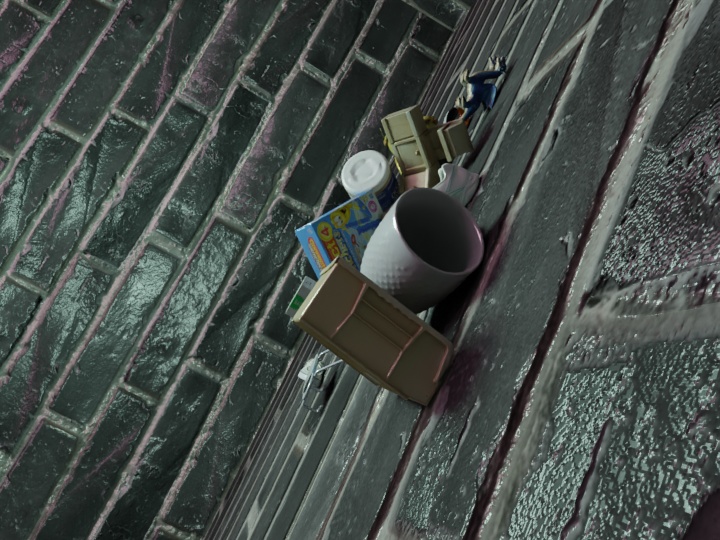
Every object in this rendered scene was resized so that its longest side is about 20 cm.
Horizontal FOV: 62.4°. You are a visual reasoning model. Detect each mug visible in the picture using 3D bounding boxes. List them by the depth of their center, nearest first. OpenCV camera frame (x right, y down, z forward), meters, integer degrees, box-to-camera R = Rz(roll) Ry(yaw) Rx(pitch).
[{"bbox_3d":[0.095,-0.020,0.904,0.199,0.148,0.176,-25,-17,-38],"label":"mug"}]

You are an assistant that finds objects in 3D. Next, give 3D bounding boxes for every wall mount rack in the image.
[{"bbox_3d":[-0.090,0.258,1.524,0.200,0.074,0.176,-86,20,-75],"label":"wall mount rack"}]

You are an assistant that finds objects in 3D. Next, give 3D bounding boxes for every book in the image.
[{"bbox_3d":[-0.050,0.097,1.256,0.048,0.198,0.134,-64,6,-34],"label":"book"}]

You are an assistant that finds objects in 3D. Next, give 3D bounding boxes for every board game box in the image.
[{"bbox_3d":[-0.008,-0.034,1.198,0.056,0.202,0.195,-18,13,46],"label":"board game box"}]

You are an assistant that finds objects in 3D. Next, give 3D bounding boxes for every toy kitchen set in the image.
[{"bbox_3d":[0.122,-0.217,1.208,0.161,0.202,0.181,-9,25,37],"label":"toy kitchen set"}]

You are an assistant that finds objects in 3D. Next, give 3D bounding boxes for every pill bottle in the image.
[{"bbox_3d":[0.039,-0.172,1.357,0.112,0.110,0.200,-63,-28,-16],"label":"pill bottle"}]

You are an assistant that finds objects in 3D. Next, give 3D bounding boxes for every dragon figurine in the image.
[{"bbox_3d":[0.271,-0.391,1.338,0.059,0.098,0.203,-164,82,-82],"label":"dragon figurine"}]

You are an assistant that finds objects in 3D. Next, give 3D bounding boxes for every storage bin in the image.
[{"bbox_3d":[0.010,0.087,0.820,0.094,0.198,0.200,-54,5,-11],"label":"storage bin"}]

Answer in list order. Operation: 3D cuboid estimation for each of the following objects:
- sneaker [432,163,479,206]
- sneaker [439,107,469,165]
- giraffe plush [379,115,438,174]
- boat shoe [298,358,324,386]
[{"bbox_3d":[0.142,-0.101,1.085,0.202,0.079,0.070,-65,8,-8],"label":"sneaker"},{"bbox_3d":[0.210,-0.313,1.517,0.201,0.075,0.092,-56,-3,-16],"label":"sneaker"},{"bbox_3d":[0.173,-0.377,1.768,0.161,0.201,0.173,-29,14,17],"label":"giraffe plush"},{"bbox_3d":[-0.140,0.297,1.789,0.200,0.070,0.071,110,-174,-87],"label":"boat shoe"}]
